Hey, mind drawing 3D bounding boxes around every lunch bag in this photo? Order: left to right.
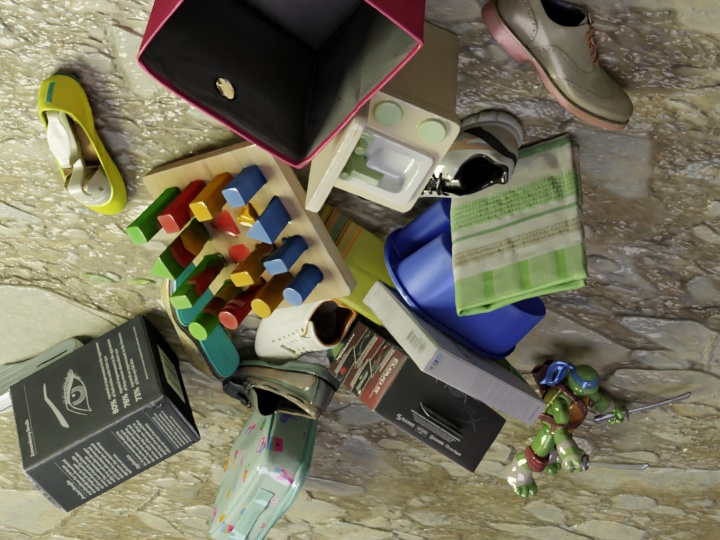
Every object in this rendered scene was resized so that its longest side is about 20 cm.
[{"bbox_3d":[-0.125,0.265,1.886,0.076,0.161,0.201,21,131,-14],"label":"lunch bag"}]

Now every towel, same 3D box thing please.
[{"bbox_3d":[0.000,0.000,1.678,0.199,0.018,0.087,32,88,-16],"label":"towel"},{"bbox_3d":[0.167,-0.046,1.537,0.148,0.202,0.031,-17,137,21],"label":"towel"}]

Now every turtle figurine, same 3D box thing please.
[{"bbox_3d":[0.278,0.216,1.810,0.198,0.145,0.194,23,135,-10],"label":"turtle figurine"}]

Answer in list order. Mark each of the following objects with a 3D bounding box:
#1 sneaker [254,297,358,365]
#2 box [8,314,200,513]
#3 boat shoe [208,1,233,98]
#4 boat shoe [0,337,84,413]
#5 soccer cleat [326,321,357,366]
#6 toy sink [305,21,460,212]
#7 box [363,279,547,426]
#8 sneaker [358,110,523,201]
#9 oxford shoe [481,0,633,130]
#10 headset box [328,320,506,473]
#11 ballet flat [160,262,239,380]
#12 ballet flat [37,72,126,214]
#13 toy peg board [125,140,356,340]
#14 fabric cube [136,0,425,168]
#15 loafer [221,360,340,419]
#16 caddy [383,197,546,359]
[{"bbox_3d":[-0.068,0.071,1.751,0.072,0.085,0.200,28,131,-22],"label":"sneaker"},{"bbox_3d":[-0.316,0.175,1.786,0.199,0.149,0.105,-28,135,4],"label":"box"},{"bbox_3d":[-0.115,-0.198,1.512,0.073,0.076,0.200,-22,127,28],"label":"boat shoe"},{"bbox_3d":[-0.423,0.156,1.875,0.198,0.074,0.067,-22,125,23],"label":"boat shoe"},{"bbox_3d":[0.048,0.132,1.795,0.198,0.084,0.065,23,132,-15],"label":"soccer cleat"},{"bbox_3d":[0.027,-0.147,1.457,0.111,0.201,0.131,20,131,-13],"label":"toy sink"},{"bbox_3d":[0.107,0.093,1.637,0.199,0.144,0.036,30,102,-41],"label":"box"},{"bbox_3d":[0.078,-0.112,1.568,0.198,0.081,0.074,-16,130,22],"label":"sneaker"},{"bbox_3d":[0.214,-0.216,1.462,0.199,0.071,0.074,35,125,-24],"label":"oxford shoe"},{"bbox_3d":[0.065,0.144,1.658,0.148,0.200,0.075,33,90,-21],"label":"headset box"},{"bbox_3d":[-0.207,0.051,1.768,0.070,0.071,0.201,-9,130,14],"label":"ballet flat"},{"bbox_3d":[-0.312,-0.123,1.607,0.066,0.067,0.201,-5,133,10],"label":"ballet flat"},{"bbox_3d":[-0.142,-0.020,1.597,0.198,0.098,0.201,-10,120,40],"label":"toy peg board"},{"bbox_3d":[-0.068,-0.261,1.361,0.195,0.201,0.200,31,129,-23],"label":"fabric cube"},{"bbox_3d":[-0.110,0.151,1.797,0.199,0.063,0.072,-7,143,46],"label":"loafer"},{"bbox_3d":[0.116,0.014,1.639,0.199,0.142,0.105,34,123,-23],"label":"caddy"}]
